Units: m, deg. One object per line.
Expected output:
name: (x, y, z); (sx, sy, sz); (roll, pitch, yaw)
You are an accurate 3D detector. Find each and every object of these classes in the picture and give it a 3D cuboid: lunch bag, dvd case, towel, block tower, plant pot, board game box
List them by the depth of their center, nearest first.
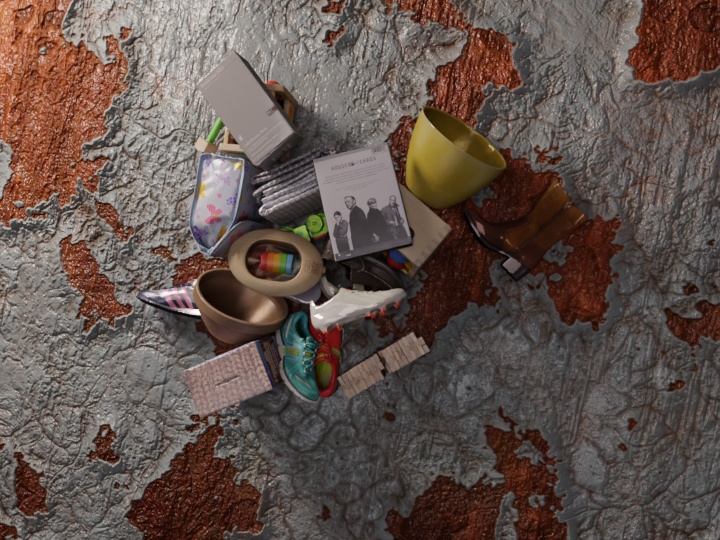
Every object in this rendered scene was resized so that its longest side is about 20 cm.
dvd case: (0.003, -0.128, 1.110); (0.148, 0.025, 0.203); (-13, 79, -1)
plant pot: (0.169, -0.210, 1.191); (0.199, 0.200, 0.143); (39, 119, 6)
board game box: (-0.240, 0.208, 1.224); (0.158, 0.200, 0.098); (-23, 87, 7)
towel: (-0.117, -0.175, 1.226); (0.198, 0.166, 0.086); (-25, 84, 5)
plant pot: (-0.257, 0.088, 1.239); (0.199, 0.201, 0.093); (28, 113, 6)
lunch bag: (-0.267, -0.124, 1.243); (0.125, 0.170, 0.203); (13, 90, 12)
block tower: (0.049, 0.195, 1.259); (0.199, 0.058, 0.054); (-31, 86, 5)

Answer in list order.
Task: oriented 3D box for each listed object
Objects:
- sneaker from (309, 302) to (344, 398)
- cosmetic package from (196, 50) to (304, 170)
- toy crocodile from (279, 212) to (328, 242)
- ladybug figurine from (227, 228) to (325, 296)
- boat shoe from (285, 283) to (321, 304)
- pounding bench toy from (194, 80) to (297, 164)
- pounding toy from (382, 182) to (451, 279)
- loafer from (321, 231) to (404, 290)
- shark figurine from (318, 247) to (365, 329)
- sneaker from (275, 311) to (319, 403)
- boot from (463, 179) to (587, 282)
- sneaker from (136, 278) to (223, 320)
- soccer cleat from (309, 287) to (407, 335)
sneaker: (-0.073, 0.170, 1.259); (0.076, 0.085, 0.203); (-5, 90, 6)
cosmetic package: (-0.212, -0.307, 1.152); (0.107, 0.090, 0.201); (-39, 88, 9)
toy crocodile: (-0.119, -0.078, 1.275); (0.198, 0.068, 0.062); (-23, 94, 9)
ladybug figurine: (-0.169, -0.012, 1.213); (0.197, 0.072, 0.138); (12, 77, -3)
boat shoe: (-0.176, 0.021, 1.279); (0.198, 0.070, 0.072); (22, 76, 0)
pounding bench toy: (-0.247, -0.320, 1.262); (0.197, 0.124, 0.158); (6, 91, 8)
pounding toy: (0.054, -0.077, 1.207); (0.200, 0.184, 0.142); (41, 83, 6)
loafer: (0.000, 0.000, 1.221); (0.199, 0.073, 0.072); (35, 79, -9)
shark figurine: (-0.045, 0.053, 1.264); (0.213, 0.090, 0.129); (35, 61, -2)
sneaker: (-0.121, 0.173, 1.210); (0.079, 0.077, 0.202); (-37, 53, 25)
boot: (0.334, -0.109, 1.214); (0.200, 0.068, 0.188); (-44, 84, 5)
sneaker: (-0.395, 0.056, 1.320); (0.197, 0.070, 0.083); (12, 75, 5)
soccer cleat: (-0.006, 0.063, 1.182); (0.198, 0.069, 0.078); (-19, 76, -4)
